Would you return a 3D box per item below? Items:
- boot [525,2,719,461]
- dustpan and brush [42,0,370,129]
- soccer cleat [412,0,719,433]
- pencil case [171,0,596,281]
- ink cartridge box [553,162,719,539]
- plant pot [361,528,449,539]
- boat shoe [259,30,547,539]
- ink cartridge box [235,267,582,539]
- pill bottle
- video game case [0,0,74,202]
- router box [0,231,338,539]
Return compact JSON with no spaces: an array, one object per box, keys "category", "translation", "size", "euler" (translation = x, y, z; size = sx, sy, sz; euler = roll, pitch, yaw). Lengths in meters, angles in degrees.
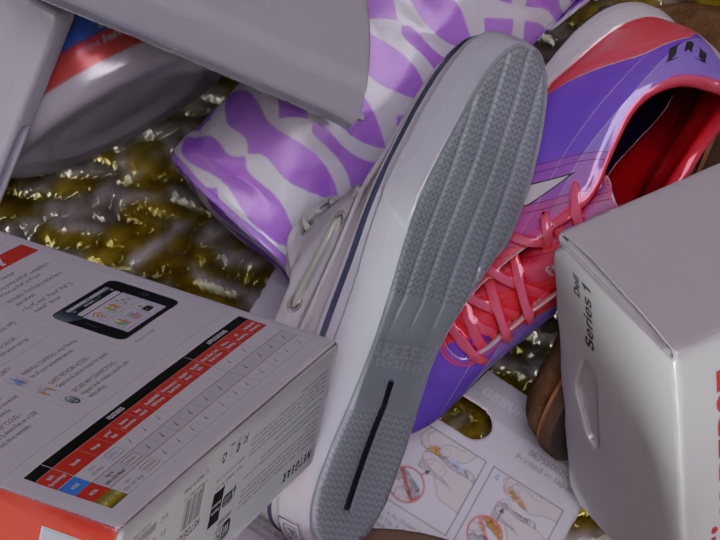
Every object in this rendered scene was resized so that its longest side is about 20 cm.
[{"category":"boot","translation":[0.110,-0.018,0.995],"size":[0.075,0.074,0.201],"euler":[25,79,25]},{"category":"dustpan and brush","translation":[-0.054,-0.145,0.914],"size":[0.139,0.057,0.201],"euler":[21,58,-18]},{"category":"soccer cleat","translation":[0.067,-0.012,0.935],"size":[0.068,0.073,0.200],"euler":[38,92,-36]},{"category":"pencil case","translation":[0.017,-0.083,0.957],"size":[0.200,0.084,0.085],"euler":[-45,108,0]},{"category":"ink cartridge box","translation":[0.182,0.024,0.931],"size":[0.199,0.146,0.084],"euler":[-23,42,-16]},{"category":"plant pot","translation":[0.018,0.181,0.867],"size":[0.199,0.093,0.203],"euler":[6,66,-14]},{"category":"boat shoe","translation":[0.000,0.000,0.896],"size":[0.066,0.073,0.201],"euler":[23,87,34]},{"category":"ink cartridge box","translation":[-0.014,0.116,0.964],"size":[0.162,0.057,0.201],"euler":[32,57,-1]},{"category":"pill bottle","translation":[-0.138,-0.147,0.951],"size":[0.112,0.112,0.201],"euler":[-27,83,-11]},{"category":"video game case","translation":[-0.226,-0.060,0.910],"size":[0.199,0.024,0.183],"euler":[27,109,7]},{"category":"router box","translation":[-0.122,0.043,0.788],"size":[0.178,0.200,0.049],"euler":[18,109,14]}]
